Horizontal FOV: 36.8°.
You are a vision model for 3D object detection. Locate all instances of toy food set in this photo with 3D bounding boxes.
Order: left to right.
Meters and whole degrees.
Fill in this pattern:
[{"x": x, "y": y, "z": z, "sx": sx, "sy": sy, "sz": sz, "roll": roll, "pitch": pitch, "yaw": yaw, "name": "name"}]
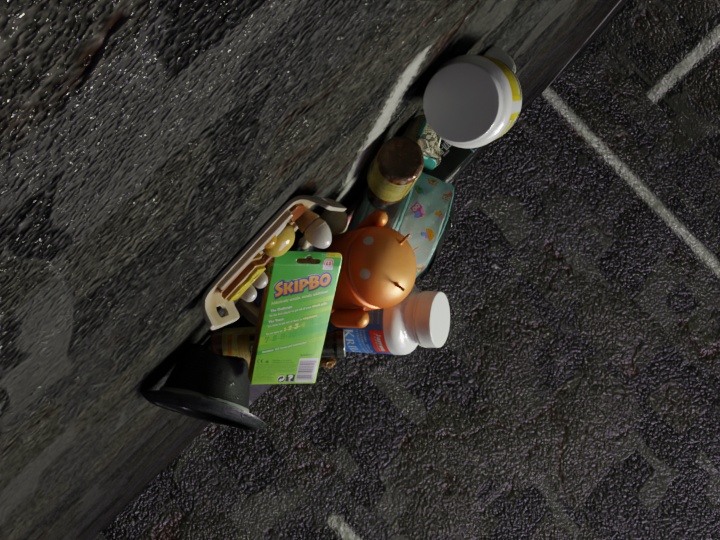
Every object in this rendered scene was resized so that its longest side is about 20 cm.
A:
[{"x": -0.100, "y": -0.011, "z": 1.291, "sx": 0.200, "sy": 0.060, "sz": 0.143, "roll": -46, "pitch": 177, "yaw": 7, "name": "toy food set"}]

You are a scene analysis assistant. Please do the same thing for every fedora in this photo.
[{"x": -0.208, "y": 0.158, "z": 1.500, "sx": 0.201, "sy": 0.197, "sz": 0.093, "roll": 123, "pitch": -18, "yaw": -77, "name": "fedora"}]

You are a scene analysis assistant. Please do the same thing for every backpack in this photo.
[{"x": 0.061, "y": -0.066, "z": 1.691, "sx": 0.200, "sy": 0.152, "sz": 0.178, "roll": -39, "pitch": -154, "yaw": 61, "name": "backpack"}]

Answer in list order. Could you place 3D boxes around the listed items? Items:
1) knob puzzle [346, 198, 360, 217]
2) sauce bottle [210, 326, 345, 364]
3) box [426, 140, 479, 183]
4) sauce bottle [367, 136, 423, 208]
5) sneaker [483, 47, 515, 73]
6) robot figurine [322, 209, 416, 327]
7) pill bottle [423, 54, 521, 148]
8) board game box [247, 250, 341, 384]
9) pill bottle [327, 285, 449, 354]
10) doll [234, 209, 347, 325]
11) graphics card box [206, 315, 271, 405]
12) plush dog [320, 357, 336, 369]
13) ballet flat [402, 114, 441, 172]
[{"x": -0.044, "y": -0.052, "z": 1.838, "sx": 0.220, "sy": 0.030, "sz": 0.220, "roll": -46, "pitch": 177, "yaw": -3, "name": "knob puzzle"}, {"x": -0.121, "y": 0.111, "z": 1.593, "sx": 0.196, "sy": 0.067, "sz": 0.066, "roll": -5, "pitch": 177, "yaw": 1, "name": "sauce bottle"}, {"x": 0.110, "y": -0.169, "z": 1.858, "sx": 0.164, "sy": 0.086, "sz": 0.200, "roll": -43, "pitch": 177, "yaw": -29, "name": "box"}, {"x": 0.041, "y": -0.128, "z": 1.504, "sx": 0.066, "sy": 0.066, "sz": 0.200, "roll": -44, "pitch": 178, "yaw": -14, "name": "sauce bottle"}, {"x": 0.164, "y": -0.253, "z": 1.580, "sx": 0.200, "sy": 0.074, "sz": 0.082, "roll": -41, "pitch": 172, "yaw": -48, "name": "sneaker"}, {"x": 0.000, "y": -0.002, "z": 1.530, "sx": 0.198, "sy": 0.118, "sz": 0.144, "roll": -9, "pitch": -155, "yaw": 49, "name": "robot figurine"}, {"x": 0.143, "y": -0.217, "z": 1.380, "sx": 0.114, "sy": 0.114, "sz": 0.200, "roll": -45, "pitch": 177, "yaw": 16, "name": "pill bottle"}, {"x": -0.088, "y": 0.061, "z": 1.431, "sx": 0.030, "sy": 0.094, "sz": 0.203, "roll": -122, "pitch": -140, "yaw": -52, "name": "board game box"}, {"x": 0.030, "y": 0.070, "z": 1.638, "sx": 0.197, "sy": 0.114, "sz": 0.112, "roll": 1, "pitch": -158, "yaw": 27, "name": "pill bottle"}, {"x": -0.092, "y": -0.014, "z": 1.490, "sx": 0.200, "sy": 0.048, "sz": 0.136, "roll": -49, "pitch": -177, "yaw": -15, "name": "doll"}, {"x": -0.153, "y": 0.120, "z": 1.696, "sx": 0.200, "sy": 0.051, "sz": 0.125, "roll": -43, "pitch": 138, "yaw": 5, "name": "graphics card box"}, {"x": -0.093, "y": 0.075, "z": 2.022, "sx": 0.200, "sy": 0.158, "sz": 0.174, "roll": 69, "pitch": 43, "yaw": -87, "name": "plush dog"}, {"x": 0.095, "y": -0.195, "z": 1.611, "sx": 0.200, "sy": 0.067, "sz": 0.076, "roll": 40, "pitch": 73, "yaw": -86, "name": "ballet flat"}]
